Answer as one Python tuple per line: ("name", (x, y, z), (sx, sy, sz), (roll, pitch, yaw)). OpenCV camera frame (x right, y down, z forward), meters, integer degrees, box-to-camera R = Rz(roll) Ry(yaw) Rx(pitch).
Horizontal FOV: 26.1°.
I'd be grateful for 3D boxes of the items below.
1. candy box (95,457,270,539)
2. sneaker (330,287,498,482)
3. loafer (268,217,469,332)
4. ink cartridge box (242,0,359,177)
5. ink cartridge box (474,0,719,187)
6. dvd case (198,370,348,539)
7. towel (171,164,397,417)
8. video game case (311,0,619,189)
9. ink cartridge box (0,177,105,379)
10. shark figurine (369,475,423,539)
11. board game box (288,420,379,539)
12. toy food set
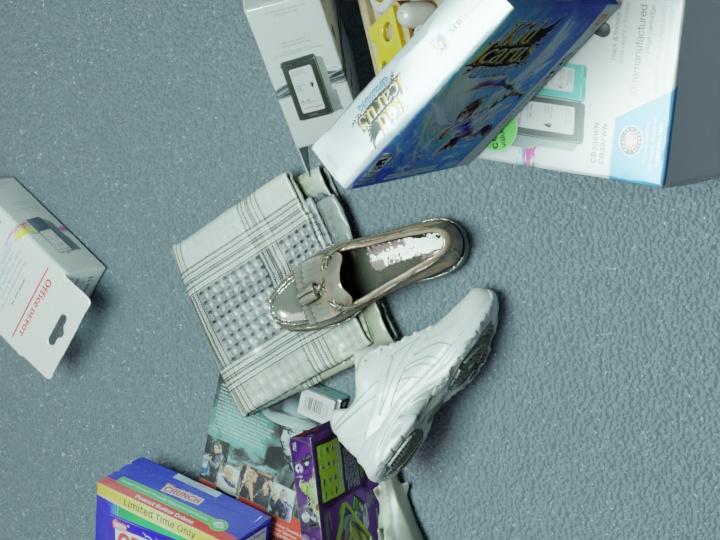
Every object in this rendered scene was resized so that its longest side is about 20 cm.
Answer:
("candy box", (-0.185, 0.315, 1.578), (0.168, 0.077, 0.202), (20, 116, 27))
("sneaker", (0.043, 0.085, 1.398), (0.099, 0.078, 0.200), (38, 87, 23))
("loafer", (0.000, 0.000, 1.416), (0.199, 0.063, 0.072), (-22, 82, 14))
("ink cartridge box", (-0.046, -0.195, 1.383), (0.067, 0.201, 0.117), (-13, 46, 7))
("ink cartridge box", (0.186, -0.157, 1.263), (0.199, 0.146, 0.148), (11, 102, 30))
("dvd case", (-0.094, 0.196, 1.555), (0.145, 0.022, 0.202), (19, 107, 27))
("towel", (-0.078, 0.020, 1.500), (0.199, 0.034, 0.194), (-29, 78, 26))
("video game case", (0.081, -0.142, 1.126), (0.046, 0.200, 0.181), (50, 119, 13))
("ink cartridge box", (-0.351, 0.008, 1.656), (0.200, 0.067, 0.118), (42, 115, 20))
("shark figurine", (0.054, 0.251, 1.457), (0.089, 0.128, 0.216), (-7, 75, 7))
("board game box", (-0.017, 0.242, 1.457), (0.032, 0.120, 0.202), (-4, 94, 32))
("toy food set", (0.018, -0.229, 1.272), (0.143, 0.060, 0.202), (-34, 64, 56))
